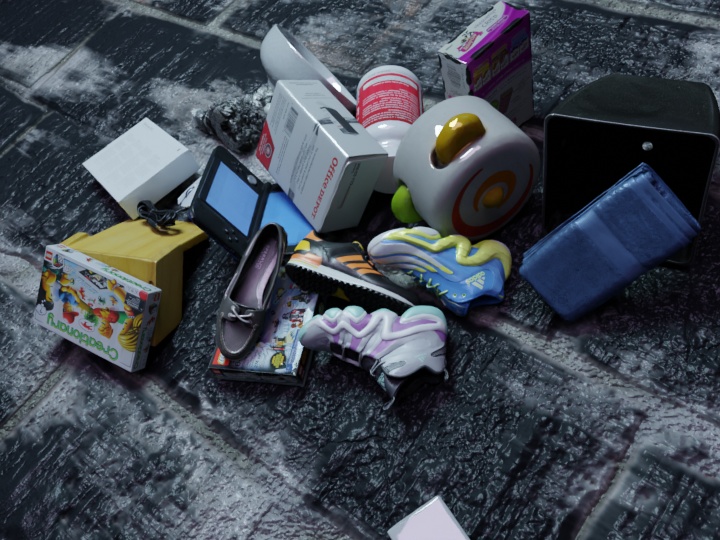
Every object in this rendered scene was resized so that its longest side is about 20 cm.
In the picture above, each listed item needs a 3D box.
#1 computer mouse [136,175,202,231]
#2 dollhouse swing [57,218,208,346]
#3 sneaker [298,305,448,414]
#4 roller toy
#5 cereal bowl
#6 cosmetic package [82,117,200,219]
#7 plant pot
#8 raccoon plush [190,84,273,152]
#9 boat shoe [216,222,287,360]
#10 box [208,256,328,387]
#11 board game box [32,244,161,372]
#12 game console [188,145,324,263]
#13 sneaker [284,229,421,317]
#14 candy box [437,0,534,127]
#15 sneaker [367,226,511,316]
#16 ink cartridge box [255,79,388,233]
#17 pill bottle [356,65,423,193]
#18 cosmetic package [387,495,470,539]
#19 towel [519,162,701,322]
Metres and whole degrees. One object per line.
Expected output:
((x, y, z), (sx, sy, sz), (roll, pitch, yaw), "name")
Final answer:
((-0.274, -0.133, 1.176), (0.200, 0.044, 0.110), (-32, 32, -22), "computer mouse")
((-0.358, 0.013, 1.133), (0.200, 0.176, 0.182), (6, 99, 21), "dollhouse swing")
((0.017, 0.120, 0.901), (0.200, 0.078, 0.140), (-6, 55, 6), "sneaker")
((0.153, -0.139, 0.979), (0.182, 0.200, 0.140), (-10, 45, -32), "roller toy")
((-0.098, -0.322, 1.200), (0.083, 0.200, 0.200), (-43, 51, 13), "cereal bowl")
((-0.400, -0.190, 1.267), (0.151, 0.052, 0.200), (-42, 45, -11), "cosmetic package")
((0.367, -0.154, 0.931), (0.200, 0.200, 0.177), (14, 48, 26), "plant pot")
((-0.218, -0.305, 1.287), (0.134, 0.097, 0.200), (-39, 53, -22), "raccoon plush")
((-0.152, 0.024, 0.963), (0.067, 0.057, 0.200), (18, 75, 1), "boat shoe")
((-0.125, 0.066, 1.015), (0.137, 0.040, 0.200), (1, 56, 20), "box")
((-0.395, 0.053, 1.039), (0.200, 0.035, 0.126), (21, 105, 19), "board game box")
((-0.150, -0.115, 1.085), (0.118, 0.171, 0.200), (-32, 32, 26), "game console")
((0.000, 0.000, 0.980), (0.200, 0.070, 0.090), (19, 60, 8), "sneaker")
((0.196, -0.282, 1.060), (0.136, 0.200, 0.061), (-41, 54, -15), "candy box")
((0.108, 0.004, 0.943), (0.200, 0.076, 0.105), (3, 63, -1), "sneaker")
((-0.064, -0.176, 1.068), (0.084, 0.144, 0.200), (-13, 52, -38), "ink cartridge box")
((0.048, -0.225, 1.123), (0.112, 0.112, 0.200), (-8, 53, 12), "pill bottle")
((0.113, 0.340, 0.702), (0.074, 0.102, 0.200), (-33, 51, -9), "cosmetic package")
((0.305, -0.029, 0.868), (0.200, 0.049, 0.112), (-41, 91, 25), "towel")
